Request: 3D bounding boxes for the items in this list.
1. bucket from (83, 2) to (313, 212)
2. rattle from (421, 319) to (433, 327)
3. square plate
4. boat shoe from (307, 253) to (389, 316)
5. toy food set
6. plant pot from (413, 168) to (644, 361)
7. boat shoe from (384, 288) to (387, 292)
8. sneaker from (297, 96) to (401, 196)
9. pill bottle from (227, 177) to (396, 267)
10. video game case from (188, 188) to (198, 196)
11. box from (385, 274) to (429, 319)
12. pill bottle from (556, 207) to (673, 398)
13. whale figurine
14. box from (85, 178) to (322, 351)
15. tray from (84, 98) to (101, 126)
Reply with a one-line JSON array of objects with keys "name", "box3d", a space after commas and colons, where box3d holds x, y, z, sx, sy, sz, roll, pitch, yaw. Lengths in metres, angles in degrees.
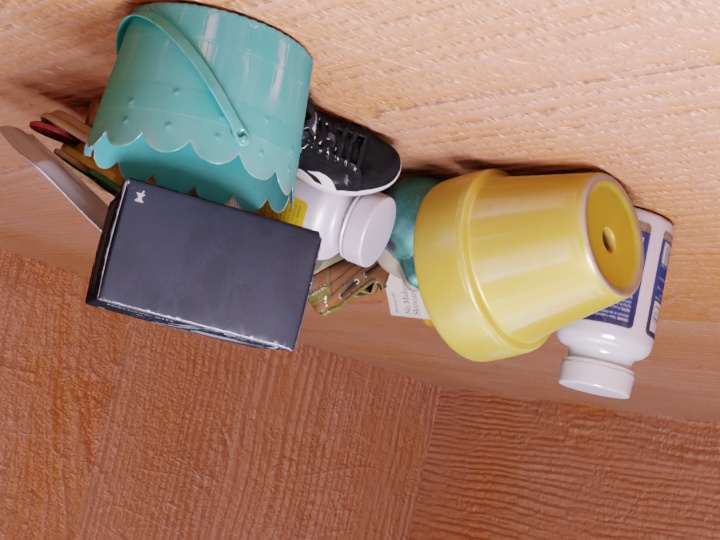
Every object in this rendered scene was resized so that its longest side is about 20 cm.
[{"name": "bucket", "box3d": [-0.142, -0.146, 1.158, 0.204, 0.137, 0.207, 12, 171, 2]}, {"name": "rattle", "box3d": [0.157, 0.002, 1.616, 0.198, 0.145, 0.130, 10, 165, 38]}, {"name": "square plate", "box3d": [-0.329, -0.088, 1.488, 0.198, 0.028, 0.200, 48, 172, -32]}, {"name": "boat shoe", "box3d": [0.000, 0.000, 1.513, 0.199, 0.069, 0.072, -26, 177, -43]}, {"name": "toy food set", "box3d": [-0.310, -0.127, 1.532, 0.199, 0.049, 0.198, 31, 173, 27]}, {"name": "plant pot", "box3d": [0.186, -0.017, 1.337, 0.187, 0.204, 0.200, -13, 156, 38]}, {"name": "boat shoe", "box3d": [0.052, -0.031, 1.822, 0.070, 0.092, 0.200, 20, -164, -35]}, {"name": "sneaker", "box3d": [-0.040, -0.132, 1.298, 0.197, 0.074, 0.112, 14, 168, -14]}, {"name": "pill bottle", "box3d": [-0.064, -0.078, 1.421, 0.198, 0.113, 0.111, 24, 175, 21]}, {"name": "video game case", "box3d": [-0.132, -0.052, 1.534, 0.198, 0.022, 0.183, 24, -160, -36]}, {"name": "box", "box3d": [0.132, 0.016, 1.572, 0.197, 0.069, 0.083, 4, 130, 23]}, {"name": "pill bottle", "box3d": [0.282, 0.036, 1.433, 0.109, 0.203, 0.111, 13, 171, 2]}, {"name": "whale figurine", "box3d": [0.103, -0.028, 1.464, 0.200, 0.104, 0.159, 42, -139, 10]}, {"name": "box", "box3d": [-0.164, -0.001, 1.284, 0.197, 0.126, 0.196, 15, 172, -14]}, {"name": "tray", "box3d": [-0.228, -0.157, 1.546, 0.097, 0.038, 0.199, 8, 168, 34]}]
